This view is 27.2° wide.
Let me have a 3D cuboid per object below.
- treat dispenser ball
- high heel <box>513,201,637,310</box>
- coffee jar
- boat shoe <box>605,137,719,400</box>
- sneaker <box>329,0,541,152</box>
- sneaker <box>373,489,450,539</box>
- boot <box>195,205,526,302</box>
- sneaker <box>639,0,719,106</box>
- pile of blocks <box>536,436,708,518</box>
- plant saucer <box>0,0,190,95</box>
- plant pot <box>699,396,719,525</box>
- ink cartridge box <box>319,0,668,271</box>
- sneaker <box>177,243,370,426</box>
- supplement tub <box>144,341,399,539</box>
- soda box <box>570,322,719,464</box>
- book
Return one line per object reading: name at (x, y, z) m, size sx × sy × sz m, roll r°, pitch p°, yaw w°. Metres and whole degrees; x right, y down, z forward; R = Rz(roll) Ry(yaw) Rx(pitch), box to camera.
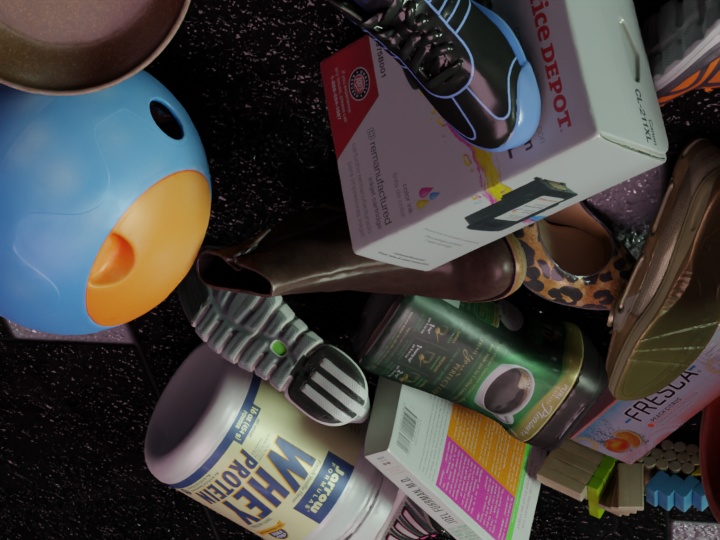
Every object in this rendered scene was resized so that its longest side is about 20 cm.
treat dispenser ball at (-0.206, -0.055, 1.064) m, size 0.199 × 0.202 × 0.202 m, roll 8°, pitch 140°, yaw 6°
high heel at (0.156, -0.044, 1.075) m, size 0.199 × 0.072 × 0.143 m, roll 29°, pitch 145°, yaw -4°
coffee jar at (0.101, 0.066, 1.207) m, size 0.199 × 0.086 × 0.105 m, roll 26°, pitch 120°, yaw -15°
boat shoe at (0.224, 0.004, 1.079) m, size 0.073 × 0.063 × 0.202 m, roll -3°, pitch 126°, yaw -29°
sneaker at (0.026, -0.149, 0.864) m, size 0.070 × 0.078 × 0.201 m, roll -37°, pitch 86°, yaw 37°
sneaker at (0.058, 0.232, 1.426) m, size 0.087 × 0.074 × 0.201 m, roll 18°, pitch 135°, yaw 3°
boot at (0.000, 0.000, 1.068) m, size 0.199 × 0.165 × 0.073 m, roll 13°, pitch 114°, yaw 44°
sneaker at (0.253, -0.133, 0.944) m, size 0.112 × 0.078 × 0.199 m, roll 36°, pitch 135°, yaw -24°
pile of blocks at (0.258, 0.192, 1.318) m, size 0.198 × 0.083 × 0.062 m, roll 1°, pitch 139°, yaw 14°
plant saucer at (-0.198, -0.215, 0.959) m, size 0.198 × 0.037 × 0.203 m, roll 2°, pitch 111°, yaw 6°
plant pot at (0.396, 0.131, 1.138) m, size 0.193 × 0.202 × 0.201 m, roll 17°, pitch 141°, yaw -17°
ink cartridge box at (0.080, -0.106, 0.959) m, size 0.199 × 0.147 × 0.082 m, roll -26°, pitch 156°, yaw 37°
sneaker at (-0.068, 0.064, 1.245) m, size 0.200 × 0.075 × 0.116 m, roll 43°, pitch 178°, yaw 18°
supplement tub at (-0.076, 0.161, 1.325) m, size 0.199 × 0.146 × 0.145 m, roll 34°, pitch 136°, yaw -23°
soda box at (0.247, 0.076, 1.195) m, size 0.063 × 0.069 × 0.200 m, roll 24°, pitch 138°, yaw -14°
book at (0.084, 0.155, 1.283) m, size 0.048 × 0.134 × 0.200 m, roll -19°, pitch 131°, yaw 34°
